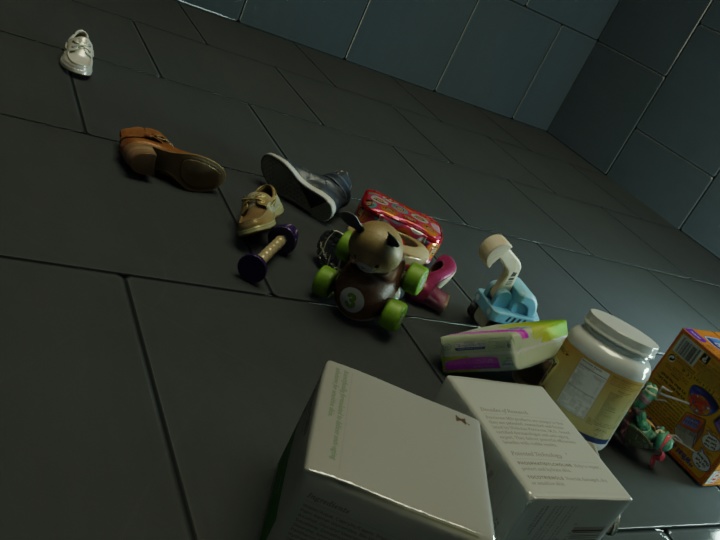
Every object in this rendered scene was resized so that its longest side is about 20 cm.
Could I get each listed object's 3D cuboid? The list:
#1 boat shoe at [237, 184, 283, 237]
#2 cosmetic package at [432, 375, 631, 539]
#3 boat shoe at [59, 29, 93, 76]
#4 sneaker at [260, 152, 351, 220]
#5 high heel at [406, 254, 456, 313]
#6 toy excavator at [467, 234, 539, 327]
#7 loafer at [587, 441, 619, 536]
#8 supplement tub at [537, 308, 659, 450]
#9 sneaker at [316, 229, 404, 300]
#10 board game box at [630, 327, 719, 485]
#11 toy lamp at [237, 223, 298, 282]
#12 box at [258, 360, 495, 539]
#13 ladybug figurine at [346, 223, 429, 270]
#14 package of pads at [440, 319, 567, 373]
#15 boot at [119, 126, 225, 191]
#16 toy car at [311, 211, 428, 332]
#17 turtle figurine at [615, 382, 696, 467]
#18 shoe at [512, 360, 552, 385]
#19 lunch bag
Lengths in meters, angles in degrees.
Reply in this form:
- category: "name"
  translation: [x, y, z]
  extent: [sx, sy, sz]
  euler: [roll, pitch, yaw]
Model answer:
- category: "boat shoe"
  translation: [-0.194, -0.114, 1.423]
  extent: [0.074, 0.066, 0.200]
  euler: [-15, 16, 7]
- category: "cosmetic package"
  translation: [0.178, 0.261, 0.935]
  extent: [0.166, 0.168, 0.200]
  euler: [10, 27, -31]
- category: "boat shoe"
  translation: [-0.667, -0.521, 1.800]
  extent: [0.071, 0.069, 0.200]
  euler: [13, 28, -31]
- category: "sneaker"
  translation: [-0.112, -0.200, 1.679]
  extent: [0.202, 0.077, 0.146]
  euler: [39, 36, 6]
- category: "high heel"
  translation: [0.135, 0.007, 1.540]
  extent: [0.096, 0.067, 0.200]
  euler: [34, 36, -9]
- category: "toy excavator"
  translation: [0.278, 0.037, 1.454]
  extent: [0.194, 0.200, 0.100]
  euler: [13, 26, -28]
- category: "loafer"
  translation: [0.325, 0.315, 1.116]
  extent: [0.063, 0.072, 0.200]
  euler: [9, 18, 2]
- category: "supplement tub"
  translation: [0.383, 0.178, 1.251]
  extent: [0.144, 0.200, 0.144]
  euler: [25, 14, -7]
- category: "sneaker"
  translation: [0.000, 0.000, 1.430]
  extent: [0.200, 0.078, 0.086]
  euler: [43, 16, 20]
- category: "board game box"
  translation: [0.667, 0.251, 1.408]
  extent: [0.200, 0.200, 0.200]
  euler: [9, 29, -35]
- category: "toy lamp"
  translation: [-0.157, -0.036, 1.347]
  extent: [0.058, 0.058, 0.200]
  euler: [28, 26, 3]
- category: "box"
  translation: [0.013, 0.242, 0.801]
  extent: [0.200, 0.171, 0.199]
  euler: [24, 24, -6]
- category: "ladybug figurine"
  translation: [0.047, -0.038, 1.525]
  extent: [0.200, 0.072, 0.136]
  euler: [12, 21, -35]
- category: "package of pads"
  translation: [0.246, 0.131, 1.311]
  extent: [0.154, 0.068, 0.200]
  euler: [-9, -3, 41]
- category: "boot"
  translation: [-0.374, -0.229, 1.503]
  extent: [0.200, 0.074, 0.155]
  euler: [13, 23, -33]
- category: "toy car"
  translation: [0.017, -0.018, 1.262]
  extent: [0.164, 0.200, 0.158]
  euler: [26, 65, 14]
- category: "turtle figurine"
  translation: [0.478, 0.254, 1.318]
  extent: [0.200, 0.150, 0.101]
  euler: [29, 57, 35]
- category: "shoe"
  translation: [0.352, 0.201, 1.387]
  extent: [0.200, 0.053, 0.070]
  euler: [5, 45, -30]
- category: "lunch bag"
  translation: [0.084, -0.102, 1.702]
  extent: [0.200, 0.082, 0.176]
  euler: [26, 20, -5]
